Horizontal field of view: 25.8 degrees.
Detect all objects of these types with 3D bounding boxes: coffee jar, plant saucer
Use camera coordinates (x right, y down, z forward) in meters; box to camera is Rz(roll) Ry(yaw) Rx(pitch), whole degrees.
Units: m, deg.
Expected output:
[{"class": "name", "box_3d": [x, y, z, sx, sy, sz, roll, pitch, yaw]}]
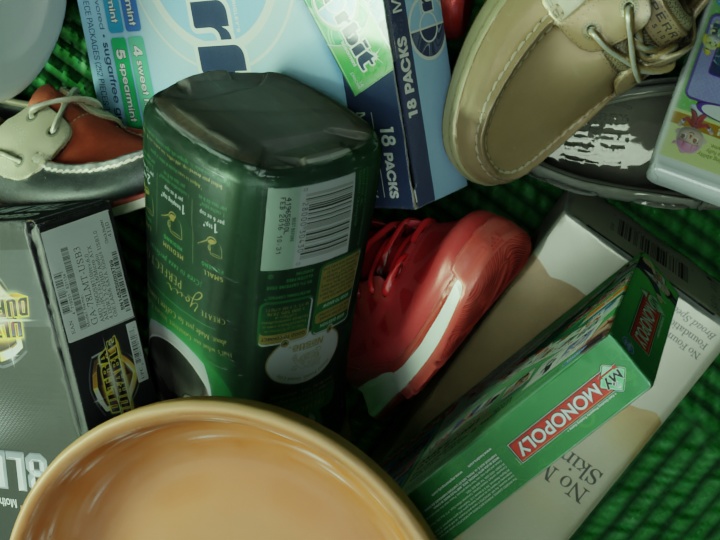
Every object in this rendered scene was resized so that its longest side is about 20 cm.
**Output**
[{"class": "coffee jar", "box_3d": [-0.049, 0.020, 0.702, 0.104, 0.085, 0.202, 35, 130, 41]}, {"class": "plant saucer", "box_3d": [-0.051, 0.145, 0.648, 0.198, 0.037, 0.202, 4, 105, 14]}]

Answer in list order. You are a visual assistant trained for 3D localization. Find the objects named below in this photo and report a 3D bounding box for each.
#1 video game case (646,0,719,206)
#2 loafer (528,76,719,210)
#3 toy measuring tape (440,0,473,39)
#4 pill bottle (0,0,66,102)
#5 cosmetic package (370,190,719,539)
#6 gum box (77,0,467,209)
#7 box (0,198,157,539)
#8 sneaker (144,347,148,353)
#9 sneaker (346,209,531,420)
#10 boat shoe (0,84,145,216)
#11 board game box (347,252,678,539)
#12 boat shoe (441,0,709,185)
[{"class": "video game case", "box_3d": [0.248, -0.092, 0.693, 0.198, 0.022, 0.184, 20, 81, 5]}, {"class": "loafer", "box_3d": [0.165, -0.057, 0.737, 0.198, 0.070, 0.071, 2, 107, 12]}, {"class": "toy measuring tape", "box_3d": [0.025, -0.171, 0.735, 0.073, 0.074, 0.202, 10, 109, 9]}, {"class": "pill bottle", "box_3d": [-0.254, -0.149, 0.770, 0.198, 0.113, 0.114, 11, 109, 22]}, {"class": "cosmetic package", "box_3d": [0.088, 0.068, 0.791, 0.105, 0.071, 0.201, 34, 110, 2]}, {"class": "gum box", "box_3d": [-0.052, -0.118, 0.737, 0.199, 0.044, 0.172, 4, 109, 41]}, {"class": "box", "box_3d": [-0.171, 0.070, 0.750, 0.199, 0.049, 0.201, 0, 104, 45]}, {"class": "sneaker", "box_3d": [-0.105, 0.053, 0.828, 0.199, 0.080, 0.131, 34, 113, -9]}, {"class": "sneaker", "box_3d": [0.000, 0.000, 0.743, 0.115, 0.078, 0.200, 41, 153, 3]}, {"class": "boat shoe", "box_3d": [-0.155, -0.060, 0.777, 0.199, 0.071, 0.063, 5, 108, 44]}, {"class": "board game box", "box_3d": [0.051, 0.078, 0.693, 0.200, 0.135, 0.029, -41, 90, 22]}, {"class": "boat shoe", "box_3d": [0.111, -0.117, 0.677, 0.071, 0.064, 0.201, 33, 95, -41]}]
